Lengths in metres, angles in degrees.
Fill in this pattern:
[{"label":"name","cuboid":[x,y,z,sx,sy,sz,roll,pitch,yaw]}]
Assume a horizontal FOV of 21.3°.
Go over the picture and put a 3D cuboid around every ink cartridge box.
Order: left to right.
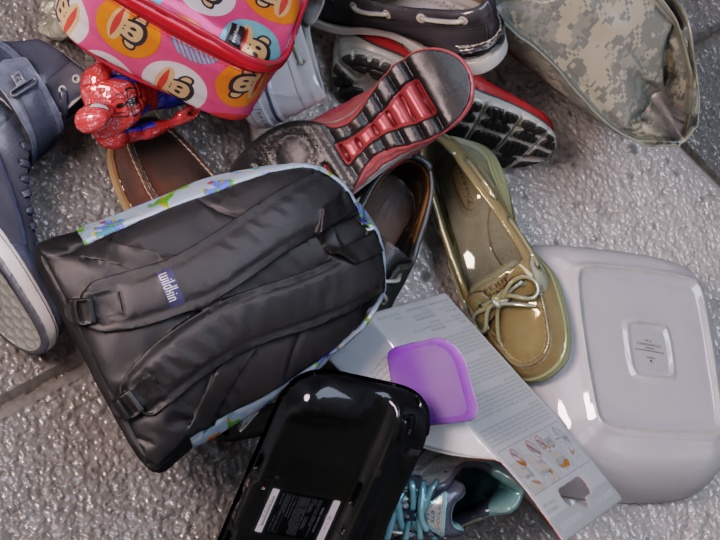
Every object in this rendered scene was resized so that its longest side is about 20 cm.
[{"label":"ink cartridge box","cuboid":[0.083,0.108,1.320,0.200,0.047,0.160,49,19,12]}]

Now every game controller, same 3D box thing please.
[{"label":"game controller","cuboid":[-0.031,0.154,1.227,0.103,0.201,0.042,17,23,-15]}]

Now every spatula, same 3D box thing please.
[{"label":"spatula","cuboid":[-0.015,0.087,1.260,0.021,0.198,0.057,-23,98,-65]}]

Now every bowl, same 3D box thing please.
[{"label":"bowl","cuboid":[0.202,0.072,1.467,0.198,0.074,0.202,8,67,-31]}]

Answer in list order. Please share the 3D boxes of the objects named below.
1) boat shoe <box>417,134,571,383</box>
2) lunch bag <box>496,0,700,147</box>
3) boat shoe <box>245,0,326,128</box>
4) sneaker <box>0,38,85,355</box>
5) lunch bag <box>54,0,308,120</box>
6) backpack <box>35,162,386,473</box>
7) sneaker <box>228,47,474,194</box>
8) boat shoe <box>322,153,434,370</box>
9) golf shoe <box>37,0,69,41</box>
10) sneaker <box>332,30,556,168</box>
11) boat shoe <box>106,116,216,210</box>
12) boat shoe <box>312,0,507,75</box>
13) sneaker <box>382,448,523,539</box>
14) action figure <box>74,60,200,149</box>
[{"label":"boat shoe","cuboid":[0.094,-0.011,1.417,0.063,0.073,0.202,17,51,-56]},{"label":"lunch bag","cuboid":[0.179,-0.191,1.498,0.200,0.164,0.118,42,96,-20]},{"label":"boat shoe","cuboid":[-0.057,-0.195,1.398,0.074,0.066,0.202,53,27,-62]},{"label":"sneaker","cuboid":[-0.217,-0.059,1.256,0.146,0.077,0.203,-31,88,-35]},{"label":"lunch bag","cuboid":[-0.119,-0.208,1.272,0.175,0.082,0.201,26,44,-12]},{"label":"backpack","cuboid":[-0.082,0.011,1.214,0.199,0.154,0.164,-30,92,-2]},{"label":"sneaker","cuboid":[-0.002,-0.086,1.375,0.199,0.087,0.074,-28,85,7]},{"label":"boat shoe","cuboid":[0.000,0.000,1.375,0.072,0.067,0.201,35,57,-17]},{"label":"golf shoe","cuboid":[-0.156,-0.226,1.369,0.097,0.078,0.201,39,56,-20]},{"label":"sneaker","cuboid":[0.072,-0.148,1.479,0.199,0.077,0.086,26,53,-21]},{"label":"boat shoe","cuboid":[-0.101,-0.025,1.320,0.070,0.070,0.201,-33,88,-36]},{"label":"boat shoe","cuboid":[0.019,-0.205,1.412,0.199,0.061,0.074,28,59,30]},{"label":"sneaker","cuboid":[0.027,0.148,1.299,0.198,0.086,0.078,-10,116,-34]},{"label":"action figure","cuboid":[-0.139,-0.129,1.304,0.200,0.051,0.066,-41,123,-57]}]
